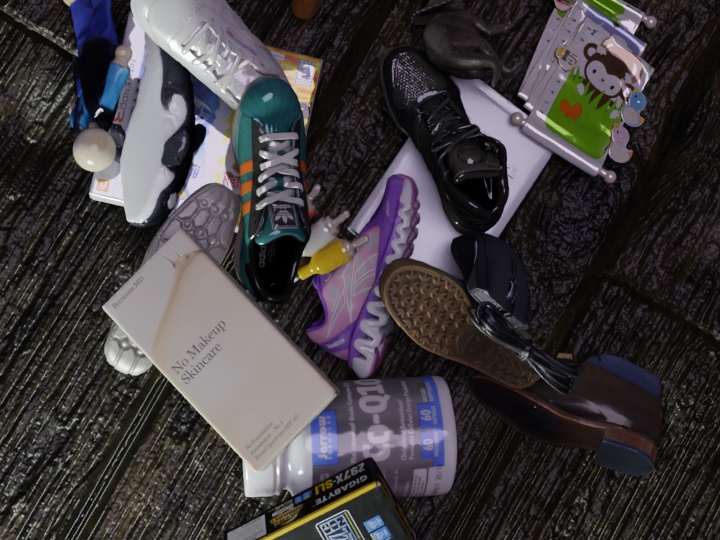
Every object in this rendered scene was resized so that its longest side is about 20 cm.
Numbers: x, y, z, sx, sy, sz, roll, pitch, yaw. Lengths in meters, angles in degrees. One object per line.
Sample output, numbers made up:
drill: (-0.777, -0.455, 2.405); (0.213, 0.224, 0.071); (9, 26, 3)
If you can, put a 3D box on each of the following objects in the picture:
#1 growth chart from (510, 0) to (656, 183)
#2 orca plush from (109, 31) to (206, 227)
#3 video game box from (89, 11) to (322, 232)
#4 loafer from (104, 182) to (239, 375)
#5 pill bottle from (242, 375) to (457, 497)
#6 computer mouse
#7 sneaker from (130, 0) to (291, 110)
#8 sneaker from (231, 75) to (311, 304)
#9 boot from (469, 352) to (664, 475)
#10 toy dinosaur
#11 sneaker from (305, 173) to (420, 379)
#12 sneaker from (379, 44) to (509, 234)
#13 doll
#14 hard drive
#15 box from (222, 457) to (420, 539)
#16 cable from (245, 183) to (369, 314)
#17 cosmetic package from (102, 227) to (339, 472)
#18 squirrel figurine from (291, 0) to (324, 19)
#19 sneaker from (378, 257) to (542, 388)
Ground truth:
growth chart: (0.234, -0.200, 1.328); (0.143, 0.018, 0.203); (22, 75, -8)
orca plush: (-0.182, -0.141, 1.224); (0.071, 0.104, 0.203); (8, 71, -51)
video game box: (-0.151, -0.139, 1.268); (0.197, 0.047, 0.185); (12, 88, -7)
loafer: (-0.181, 0.004, 1.231); (0.069, 0.070, 0.201); (34, 92, -13)
pill bottle: (-0.014, 0.162, 1.234); (0.196, 0.114, 0.116); (-2, 87, -8)
computer mouse: (0.153, 0.031, 1.206); (0.140, 0.201, 0.046); (39, 107, -17)
sneaker: (-0.121, -0.198, 1.154); (0.075, 0.199, 0.100); (-47, 51, 8)
sneaker: (-0.073, -0.067, 1.145); (0.070, 0.080, 0.203); (-5, 111, -21)
boot: (0.212, 0.124, 1.304); (0.198, 0.075, 0.098); (25, 58, 4)
toy dinosaur: (0.097, -0.219, 1.265); (0.101, 0.078, 0.202); (13, 41, -12)
sneaker: (0.000, 0.000, 1.251); (0.087, 0.080, 0.203); (19, 104, 11)
sneaker: (0.086, -0.134, 1.241); (0.075, 0.114, 0.202); (-24, 87, -10)
doll: (-0.251, -0.184, 1.218); (0.048, 0.136, 0.203); (7, 62, -32)
hard drive: (0.095, -0.087, 1.308); (0.131, 0.025, 0.201); (35, 83, -4)
box: (-0.014, 0.291, 1.205); (0.158, 0.049, 0.202); (-27, 116, 2)
cable: (-0.085, 0.001, 1.233); (0.097, 0.050, 0.200); (46, 105, 6)
cosmetic package: (-0.121, 0.071, 1.148); (0.200, 0.073, 0.104); (45, 87, 5)
squirrel figurine: (-0.083, -0.382, 1.252); (0.186, 0.141, 0.201); (37, 93, 11)
sneaker: (0.087, 0.041, 1.241); (0.199, 0.090, 0.067); (32, 101, -27)
